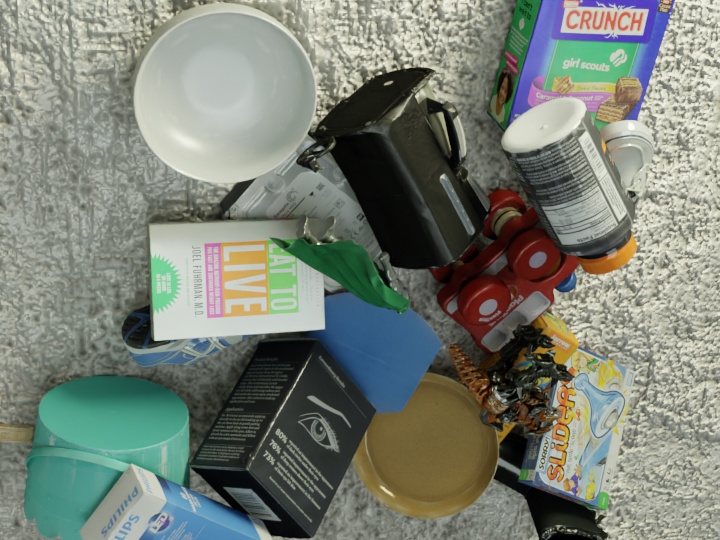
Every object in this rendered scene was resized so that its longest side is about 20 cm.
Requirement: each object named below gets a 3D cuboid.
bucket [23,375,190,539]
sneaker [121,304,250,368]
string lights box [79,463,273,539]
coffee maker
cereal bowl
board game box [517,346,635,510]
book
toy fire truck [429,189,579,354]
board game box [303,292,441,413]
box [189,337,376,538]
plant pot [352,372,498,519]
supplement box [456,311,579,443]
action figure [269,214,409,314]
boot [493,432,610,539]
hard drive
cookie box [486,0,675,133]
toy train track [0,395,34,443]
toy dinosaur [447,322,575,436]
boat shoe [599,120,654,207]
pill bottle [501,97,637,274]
[{"bbox_3d":[-0.299,0.225,1.457,0.207,0.207,0.135,1,114,-17],"label":"bucket"},{"bbox_3d":[-0.190,0.067,1.484,0.200,0.076,0.077,-11,146,-14],"label":"sneaker"},{"bbox_3d":[-0.205,0.308,1.391,0.200,0.059,0.103,33,98,-35],"label":"string lights box"},{"bbox_3d":[0.039,-0.100,1.390,0.192,0.135,0.200,-34,116,-13],"label":"coffee maker"},{"bbox_3d":[-0.152,-0.199,1.332,0.200,0.083,0.200,-7,119,-13],"label":"cereal bowl"},{"bbox_3d":[0.296,0.210,1.657,0.135,0.034,0.200,23,72,-27],"label":"board game box"},{"bbox_3d":[-0.144,0.007,1.416,0.200,0.048,0.134,-4,99,-16],"label":"book"},{"bbox_3d":[0.194,0.005,1.542,0.200,0.112,0.168,-43,134,9],"label":"toy fire truck"},{"bbox_3d":[0.010,0.095,1.554,0.158,0.039,0.200,24,128,-4],"label":"board game box"},{"bbox_3d":[-0.091,0.204,1.499,0.148,0.104,0.200,53,50,-32],"label":"box"},{"bbox_3d":[0.086,0.231,1.623,0.200,0.027,0.200,2,98,12],"label":"plant pot"},{"bbox_3d":[0.202,0.146,1.640,0.067,0.069,0.200,27,105,-29],"label":"supplement box"},{"bbox_3d":[0.000,0.000,1.402,0.200,0.118,0.055,41,65,-47],"label":"action figure"},{"bbox_3d":[0.242,0.314,1.683,0.198,0.162,0.073,19,122,-25],"label":"boot"},{"bbox_3d":[-0.049,-0.068,1.463,0.200,0.038,0.140,38,101,-29],"label":"hard drive"},{"bbox_3d":[0.258,-0.257,1.431,0.171,0.075,0.200,3,117,-19],"label":"cookie box"},{"bbox_3d":[-0.469,0.241,1.505,0.115,0.033,0.200,6,117,-20],"label":"toy train track"},{"bbox_3d":[0.191,0.145,1.537,0.136,0.102,0.200,-46,144,18],"label":"toy dinosaur"},{"bbox_3d":[0.321,-0.112,1.474,0.074,0.067,0.200,-8,159,9],"label":"boat shoe"},{"bbox_3d":[0.249,-0.090,1.406,0.106,0.106,0.200,-32,117,1],"label":"pill bottle"}]
